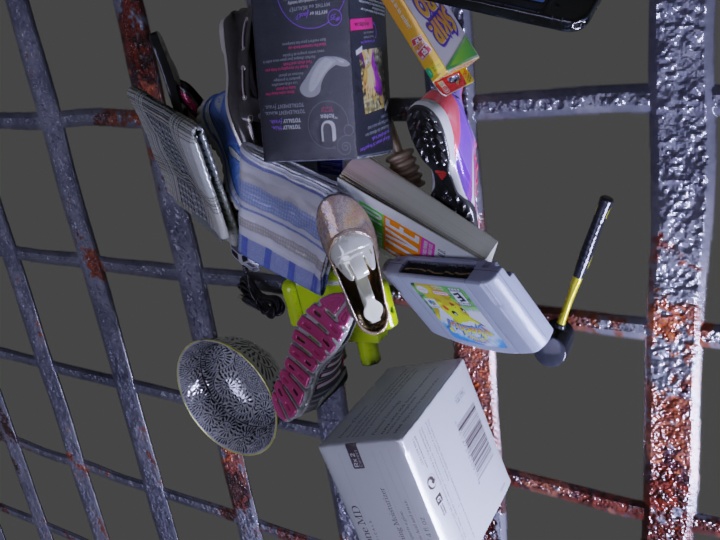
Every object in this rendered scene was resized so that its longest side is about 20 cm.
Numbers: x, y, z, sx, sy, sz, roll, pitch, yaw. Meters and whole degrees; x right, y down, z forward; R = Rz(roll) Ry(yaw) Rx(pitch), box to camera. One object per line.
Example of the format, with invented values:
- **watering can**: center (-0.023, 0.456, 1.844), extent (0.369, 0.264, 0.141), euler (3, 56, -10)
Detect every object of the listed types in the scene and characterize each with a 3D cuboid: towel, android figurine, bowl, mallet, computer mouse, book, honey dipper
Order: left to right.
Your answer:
- **towel**: center (-0.245, -0.138, 1.002), extent (0.192, 0.034, 0.202), euler (34, 150, 39)
- **bowl**: center (-0.185, 0.178, 1.150), extent (0.198, 0.094, 0.204), euler (15, 121, 27)
- **computer mouse**: center (-0.157, -0.037, 1.053), extent (0.109, 0.043, 0.204), euler (23, 126, 53)
- **towel**: center (-0.095, -0.059, 0.924), extent (0.145, 0.024, 0.202), euler (27, 141, 10)
- **android figurine**: center (-0.032, 0.037, 1.016), extent (0.179, 0.041, 0.204), euler (2, 115, 33)
- **honey dipper**: center (0.026, -0.191, 0.869), extent (0.038, 0.038, 0.203), euler (-15, 102, 37)
- **book**: center (0.066, -0.043, 0.884), extent (0.198, 0.048, 0.134), euler (33, 156, 17)
- **mallet**: center (0.238, 0.017, 0.811), extent (0.041, 0.066, 0.203), euler (21, 122, 18)

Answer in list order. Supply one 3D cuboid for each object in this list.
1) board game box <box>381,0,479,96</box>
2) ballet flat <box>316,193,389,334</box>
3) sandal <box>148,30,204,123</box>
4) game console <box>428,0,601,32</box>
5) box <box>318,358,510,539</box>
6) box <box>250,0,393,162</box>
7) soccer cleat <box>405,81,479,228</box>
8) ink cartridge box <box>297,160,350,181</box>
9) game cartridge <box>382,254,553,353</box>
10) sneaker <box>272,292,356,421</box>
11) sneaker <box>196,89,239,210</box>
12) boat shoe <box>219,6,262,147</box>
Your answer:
- **board game box**: center (0.058, -0.281, 0.765), extent (0.030, 0.095, 0.202), euler (-27, 96, 37)
- **ballet flat**: center (0.000, 0.000, 0.868), extent (0.067, 0.068, 0.202), euler (-22, 131, -1)
- **sandal**: center (-0.235, -0.229, 1.003), extent (0.044, 0.075, 0.203), euler (-18, 118, -6)
- **game console**: center (0.146, -0.336, 0.674), extent (0.197, 0.177, 0.117), euler (22, 151, 23)
- **box**: center (0.078, 0.252, 0.945), extent (0.129, 0.200, 0.202), euler (-15, 105, 36)
- **box**: center (-0.040, -0.226, 0.801), extent (0.120, 0.106, 0.204), euler (2, 102, 24)
- **soccer cleat**: center (0.111, -0.115, 0.836), extent (0.068, 0.073, 0.202), euler (18, 140, 43)
- **ink cartridge box**: center (-0.053, -0.187, 0.921), extent (0.098, 0.039, 0.204), euler (13, 117, 27)
- **game cartridge**: center (0.123, 0.040, 0.854), extent (0.133, 0.041, 0.199), euler (45, 159, -27)
- **sneaker**: center (-0.050, 0.116, 1.006), extent (0.073, 0.087, 0.202), euler (36, 110, 30)
- **sneaker**: center (-0.142, -0.150, 0.973), extent (0.088, 0.078, 0.202), euler (-23, 99, 41)
- **boat shoe**: center (-0.131, -0.232, 0.906), extent (0.056, 0.066, 0.204), euler (-15, 82, 30)
